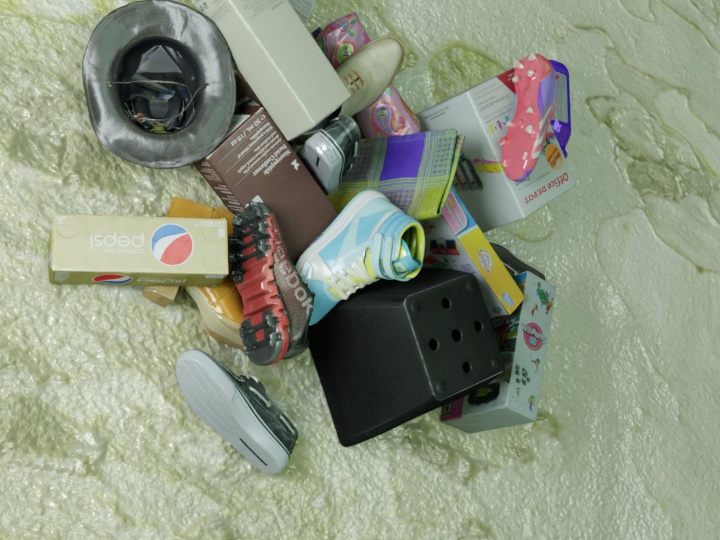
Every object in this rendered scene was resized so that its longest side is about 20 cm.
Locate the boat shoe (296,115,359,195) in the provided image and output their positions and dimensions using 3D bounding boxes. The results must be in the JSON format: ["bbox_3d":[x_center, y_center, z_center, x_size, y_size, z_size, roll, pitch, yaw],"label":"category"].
[{"bbox_3d":[-0.032,-0.148,1.508,0.071,0.200,0.072,-38,93,-9],"label":"boat shoe"}]

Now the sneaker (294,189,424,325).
[{"bbox_3d":[0.000,0.000,1.457,0.201,0.130,0.080,-55,138,-7],"label":"sneaker"}]

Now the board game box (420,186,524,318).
[{"bbox_3d":[0.117,-0.020,1.629,0.040,0.153,0.201,-43,106,-30],"label":"board game box"}]

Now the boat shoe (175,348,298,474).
[{"bbox_3d":[-0.149,0.160,1.435,0.201,0.072,0.071,55,42,-26],"label":"boat shoe"}]

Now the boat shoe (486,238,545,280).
[{"bbox_3d":[0.205,0.003,1.751,0.199,0.067,0.057,23,60,-36],"label":"boat shoe"}]

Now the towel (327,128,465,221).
[{"bbox_3d":[0.034,-0.123,1.573,0.023,0.199,0.145,47,52,-47],"label":"towel"}]

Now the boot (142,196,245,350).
[{"bbox_3d":[-0.164,0.004,1.453,0.200,0.071,0.145,31,61,-24],"label":"boot"}]

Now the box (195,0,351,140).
[{"bbox_3d":[-0.104,-0.265,1.427,0.082,0.068,0.201,-41,103,-35],"label":"box"}]

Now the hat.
[{"bbox_3d":[-0.242,-0.222,1.430,0.199,0.081,0.203,0,92,-8],"label":"hat"}]

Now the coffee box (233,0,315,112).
[{"bbox_3d":[-0.135,-0.300,1.528,0.079,0.114,0.201,31,62,-28],"label":"coffee box"}]

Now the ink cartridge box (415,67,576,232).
[{"bbox_3d":[0.193,-0.172,1.736,0.145,0.144,0.201,-31,99,-39],"label":"ink cartridge box"}]

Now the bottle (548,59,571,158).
[{"bbox_3d":[0.293,-0.229,1.871,0.065,0.083,0.202,12,72,-36],"label":"bottle"}]

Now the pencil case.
[{"bbox_3d":[0.005,-0.259,1.650,0.087,0.087,0.201,-42,105,-37],"label":"pencil case"}]

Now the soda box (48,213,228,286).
[{"bbox_3d":[-0.254,-0.022,1.352,0.198,0.064,0.068,2,76,-18],"label":"soda box"}]

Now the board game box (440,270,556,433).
[{"bbox_3d":[0.193,0.117,1.660,0.064,0.147,0.202,26,63,-28],"label":"board game box"}]

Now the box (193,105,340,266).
[{"bbox_3d":[-0.115,-0.098,1.488,0.100,0.075,0.200,-45,117,-17],"label":"box"}]

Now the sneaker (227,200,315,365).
[{"bbox_3d":[-0.104,0.017,1.420,0.098,0.070,0.202,9,66,-51],"label":"sneaker"}]

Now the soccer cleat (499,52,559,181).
[{"bbox_3d":[0.244,-0.210,1.653,0.076,0.066,0.202,25,62,-35],"label":"soccer cleat"}]

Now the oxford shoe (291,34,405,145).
[{"bbox_3d":[-0.015,-0.238,1.571,0.200,0.074,0.071,-44,98,-1],"label":"oxford shoe"}]

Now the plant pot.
[{"bbox_3d":[0.068,0.099,1.546,0.199,0.177,0.201,-18,89,-39],"label":"plant pot"}]
